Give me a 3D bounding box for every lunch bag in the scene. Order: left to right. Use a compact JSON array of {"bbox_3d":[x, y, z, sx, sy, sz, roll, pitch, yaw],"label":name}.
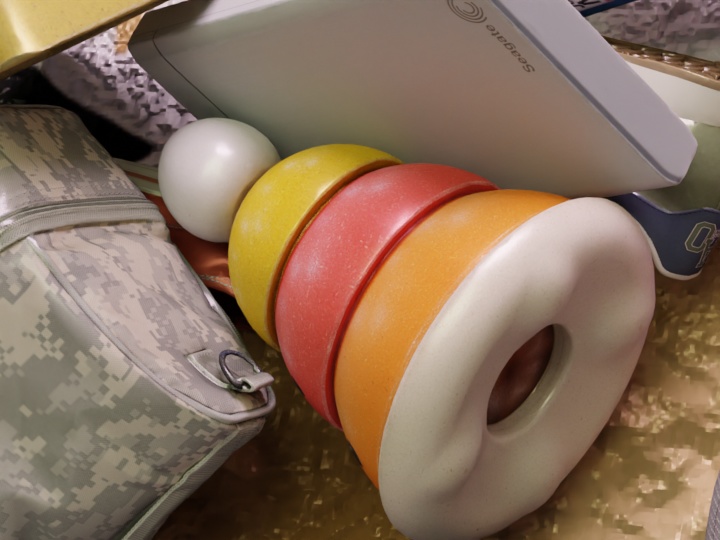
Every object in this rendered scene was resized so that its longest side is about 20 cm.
[{"bbox_3d":[-0.146,0.058,1.144,0.200,0.139,0.168,-46,73,19],"label":"lunch bag"}]

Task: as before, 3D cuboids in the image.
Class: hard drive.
[{"bbox_3d":[0.016,-0.068,1.128,0.200,0.132,0.027,-10,45,50],"label":"hard drive"}]

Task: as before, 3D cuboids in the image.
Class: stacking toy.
[{"bbox_3d":[0.000,0.000,1.131,0.200,0.146,0.146,33,78,31],"label":"stacking toy"}]

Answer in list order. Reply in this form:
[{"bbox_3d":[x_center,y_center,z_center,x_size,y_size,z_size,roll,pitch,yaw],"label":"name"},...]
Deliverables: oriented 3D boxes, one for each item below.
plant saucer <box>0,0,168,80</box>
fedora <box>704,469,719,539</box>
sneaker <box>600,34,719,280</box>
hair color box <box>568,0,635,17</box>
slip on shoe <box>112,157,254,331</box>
[{"bbox_3d":[-0.139,-0.106,1.184,0.200,0.200,0.048,-20,97,43],"label":"plant saucer"},{"bbox_3d":[0.207,0.103,1.037,0.177,0.090,0.200,25,74,4],"label":"fedora"},{"bbox_3d":[0.074,-0.053,1.187,0.200,0.067,0.090,20,105,44],"label":"sneaker"},{"bbox_3d":[0.148,-0.176,1.139,0.200,0.061,0.100,-15,65,29],"label":"hair color box"},{"bbox_3d":[-0.102,-0.008,1.225,0.200,0.074,0.061,11,71,18],"label":"slip on shoe"}]
